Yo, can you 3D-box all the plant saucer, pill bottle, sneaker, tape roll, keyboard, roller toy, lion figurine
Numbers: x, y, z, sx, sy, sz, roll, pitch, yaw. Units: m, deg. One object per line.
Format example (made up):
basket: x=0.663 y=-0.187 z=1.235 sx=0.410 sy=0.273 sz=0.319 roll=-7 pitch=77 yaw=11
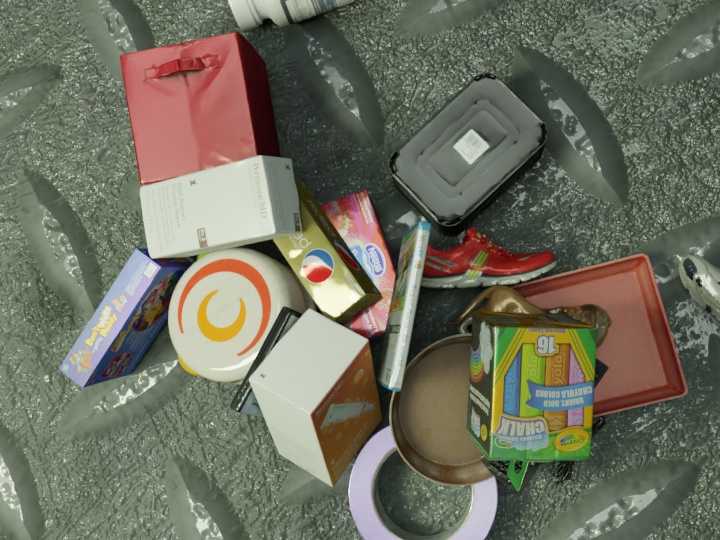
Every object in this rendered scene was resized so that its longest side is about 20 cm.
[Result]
plant saucer: x=0.131 y=0.176 z=1.057 sx=0.200 sy=0.034 sz=0.201 roll=-2 pitch=99 yaw=-11
pill bottle: x=-0.097 y=-0.432 z=1.216 sx=0.199 sy=0.120 sz=0.120 roll=-18 pitch=81 yaw=4
sneaker: x=0.535 y=0.021 z=1.098 sx=0.199 sy=0.079 sz=0.130 roll=43 pitch=88 yaw=10
tape roll: x=0.086 y=0.300 z=1.123 sx=0.199 sy=0.066 sz=0.201 roll=-1 pitch=81 yaw=7
plant saucer: x=0.322 y=0.097 z=1.136 sx=0.199 sy=0.037 sz=0.200 roll=-14 pitch=81 yaw=4
sneaker: x=0.171 y=-0.019 z=1.144 sx=0.199 sy=0.077 sz=0.085 roll=-4 pitch=91 yaw=6
keyboard: x=0.254 y=0.200 z=1.060 sx=0.127 sy=0.021 sz=0.200 roll=35 pitch=92 yaw=-16
roller toy: x=-0.160 y=0.070 z=1.147 sx=0.182 sy=0.140 sz=0.200 roll=20 pitch=85 yaw=20
lion figurine: x=0.222 y=0.069 z=1.094 sx=0.200 sy=0.072 sz=0.123 roll=27 pitch=100 yaw=2

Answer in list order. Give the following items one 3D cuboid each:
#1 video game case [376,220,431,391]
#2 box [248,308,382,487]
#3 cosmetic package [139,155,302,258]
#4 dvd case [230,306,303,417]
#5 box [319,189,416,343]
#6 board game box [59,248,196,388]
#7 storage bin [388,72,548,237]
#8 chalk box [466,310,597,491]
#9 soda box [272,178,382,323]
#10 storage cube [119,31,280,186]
video game case: x=0.052 y=0.046 z=1.026 sx=0.018 sy=0.143 sz=0.201 roll=11 pitch=85 yaw=-4
box: x=-0.051 y=0.168 z=1.066 sx=0.097 sy=0.200 sz=0.124 roll=25 pitch=59 yaw=26
cosmetic package: x=-0.182 y=-0.079 z=1.063 sx=0.200 sy=0.074 sz=0.102 roll=-11 pitch=88 yaw=28
dvd case: x=-0.087 y=0.134 z=1.101 sx=0.018 sy=0.200 sz=0.143 roll=26 pitch=86 yaw=26
box: x=0.000 y=0.000 z=1.158 sx=0.099 sy=0.095 sz=0.201 roll=-20 pitch=80 yaw=3
board game box: x=-0.319 y=0.063 z=1.154 sx=0.045 sy=0.134 sz=0.200 roll=36 pitch=97 yaw=10
storage bin: x=0.152 y=-0.160 z=1.163 sx=0.200 sy=0.094 sz=0.135 roll=-43 pitch=79 yaw=1
chalk box: x=0.200 y=0.156 z=0.979 sx=0.124 sy=0.125 sz=0.201 roll=1 pitch=96 yaw=-5
soda box: x=-0.060 y=-0.029 z=1.085 sx=0.064 sy=0.068 sz=0.200 roll=-39 pitch=75 yaw=14
storage cube: x=-0.216 y=-0.212 z=1.167 sx=0.170 sy=0.200 sz=0.180 roll=-10 pitch=88 yaw=5
